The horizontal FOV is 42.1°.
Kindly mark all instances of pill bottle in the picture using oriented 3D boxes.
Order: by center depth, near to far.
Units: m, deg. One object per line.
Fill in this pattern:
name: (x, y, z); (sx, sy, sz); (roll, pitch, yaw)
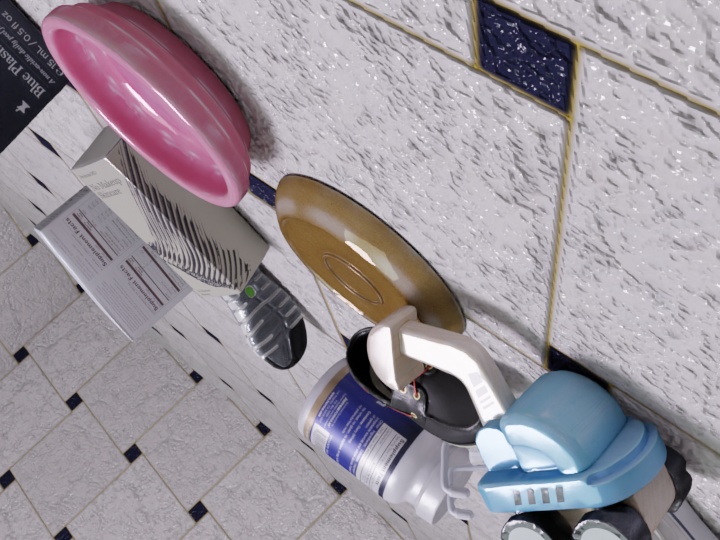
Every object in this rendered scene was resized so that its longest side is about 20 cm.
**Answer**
pill bottle: (0.033, 0.202, 1.109); (0.199, 0.116, 0.116); (35, 164, 19)

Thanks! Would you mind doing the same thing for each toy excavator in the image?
toy excavator: (0.114, 0.107, 0.677); (0.194, 0.100, 0.202); (-18, 100, 47)

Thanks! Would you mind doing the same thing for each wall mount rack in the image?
wall mount rack: (0.163, 0.193, 0.869); (0.172, 0.075, 0.200); (-3, 156, 7)

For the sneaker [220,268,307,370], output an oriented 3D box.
sneaker: (-0.143, 0.027, 1.145); (0.201, 0.075, 0.115); (59, 163, -25)

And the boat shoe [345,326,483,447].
boat shoe: (0.055, 0.102, 0.837); (0.063, 0.074, 0.201); (23, 180, -34)

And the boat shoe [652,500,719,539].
boat shoe: (0.222, 0.204, 0.751); (0.200, 0.066, 0.072); (47, 161, -18)

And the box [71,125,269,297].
box: (-0.191, -0.062, 0.957); (0.082, 0.069, 0.200); (-8, 133, 48)

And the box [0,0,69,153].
box: (-0.424, -0.196, 0.913); (0.197, 0.201, 0.117); (47, 163, -29)

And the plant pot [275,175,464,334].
plant pot: (0.000, 0.000, 0.785); (0.199, 0.028, 0.200); (37, 165, 11)

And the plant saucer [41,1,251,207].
plant saucer: (-0.158, -0.135, 0.734); (0.200, 0.051, 0.201); (36, 164, 12)

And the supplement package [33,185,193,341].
supplement package: (-0.284, -0.022, 1.086); (0.156, 0.111, 0.200); (53, 166, -16)
